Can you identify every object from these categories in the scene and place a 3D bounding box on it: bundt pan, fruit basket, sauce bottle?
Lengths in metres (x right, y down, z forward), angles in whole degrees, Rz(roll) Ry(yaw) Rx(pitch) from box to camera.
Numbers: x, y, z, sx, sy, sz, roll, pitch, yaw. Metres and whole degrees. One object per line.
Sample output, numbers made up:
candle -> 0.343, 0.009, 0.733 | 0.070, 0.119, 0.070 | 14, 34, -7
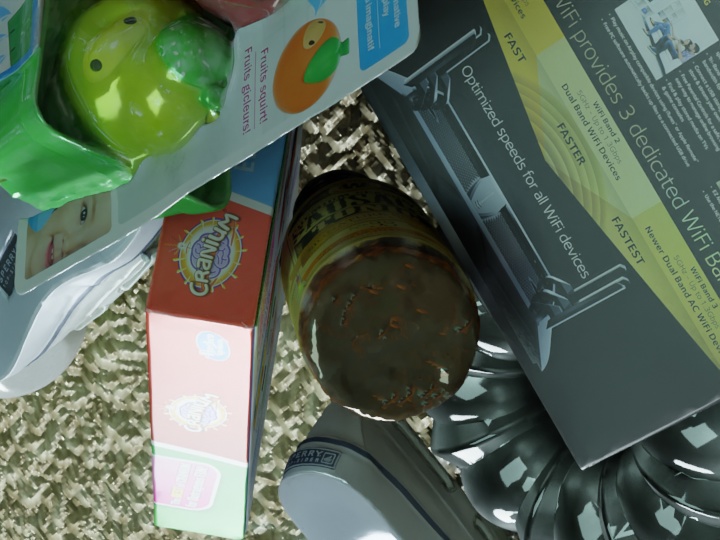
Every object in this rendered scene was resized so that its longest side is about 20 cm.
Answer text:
bundt pan -> 0.097, 0.045, 0.907 | 0.202, 0.076, 0.202 | 24, 130, 32
fruit basket -> -0.057, -0.108, 0.786 | 0.200, 0.094, 0.186 | -34, 46, 42
sauce bottle -> 0.000, 0.000, 0.861 | 0.200, 0.066, 0.066 | -121, 11, -74

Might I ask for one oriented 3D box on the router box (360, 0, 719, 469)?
router box -> 0.091, -0.053, 0.775 | 0.157, 0.052, 0.200 | -32, 87, 42

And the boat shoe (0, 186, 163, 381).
boat shoe -> -0.107, -0.024, 0.983 | 0.075, 0.086, 0.202 | 51, 139, 11

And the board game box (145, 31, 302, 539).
board game box -> -0.053, -0.001, 0.928 | 0.040, 0.153, 0.200 | 8, 151, 0

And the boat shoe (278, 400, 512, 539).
boat shoe -> 0.042, 0.132, 1.024 | 0.073, 0.065, 0.200 | -5, 131, 38

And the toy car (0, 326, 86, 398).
toy car -> -0.223, -0.032, 1.085 | 0.175, 0.200, 0.150 | 53, 138, 37
